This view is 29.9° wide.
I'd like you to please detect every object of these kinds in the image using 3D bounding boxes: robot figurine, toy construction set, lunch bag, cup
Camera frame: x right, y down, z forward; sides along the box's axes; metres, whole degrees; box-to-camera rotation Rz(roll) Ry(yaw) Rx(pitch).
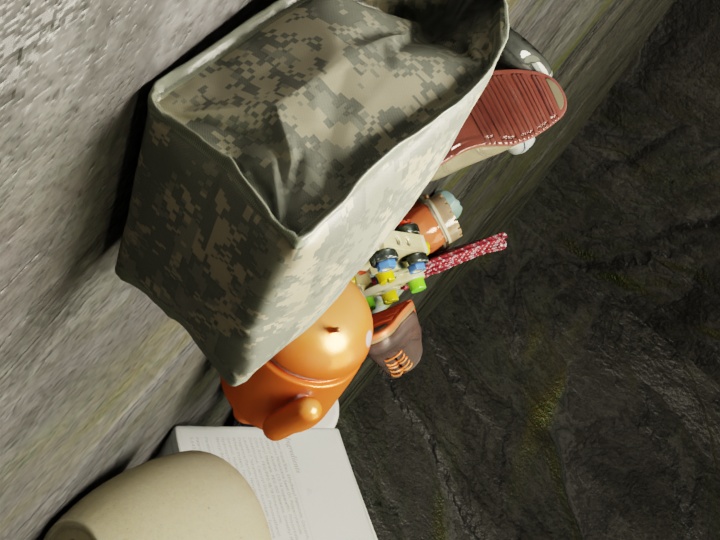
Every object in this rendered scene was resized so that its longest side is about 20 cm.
[{"bbox_3d":[-0.058,0.074,1.228,0.144,0.116,0.200,-44,171,-41],"label":"robot figurine"},{"bbox_3d":[0.000,0.000,1.395,0.131,0.093,0.200,-25,179,29],"label":"toy construction set"},{"bbox_3d":[-0.019,-0.065,0.702,0.200,0.118,0.164,-41,169,-30],"label":"lunch bag"},{"bbox_3d":[-0.194,0.259,1.166,0.143,0.201,0.201,5,130,-49],"label":"cup"}]

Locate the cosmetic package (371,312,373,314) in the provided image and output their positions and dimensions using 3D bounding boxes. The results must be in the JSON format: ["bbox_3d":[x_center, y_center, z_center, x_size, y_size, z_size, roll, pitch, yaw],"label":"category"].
[{"bbox_3d":[-0.059,0.087,1.476,0.113,0.081,0.200,-51,175,13],"label":"cosmetic package"}]

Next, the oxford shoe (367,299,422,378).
[{"bbox_3d":[0.038,0.076,1.425,0.071,0.073,0.200,-22,179,11],"label":"oxford shoe"}]

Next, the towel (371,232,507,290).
[{"bbox_3d":[0.073,-0.001,1.668,0.199,0.023,0.144,-21,-177,-43],"label":"towel"}]

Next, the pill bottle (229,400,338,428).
[{"bbox_3d":[-0.109,0.210,1.685,0.111,0.111,0.200,-45,171,-40],"label":"pill bottle"}]

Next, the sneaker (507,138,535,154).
[{"bbox_3d":[0.160,-0.171,1.620,0.071,0.073,0.200,-41,165,3],"label":"sneaker"}]

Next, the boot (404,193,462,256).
[{"bbox_3d":[0.056,-0.041,1.657,0.107,0.075,0.200,-30,178,-4],"label":"boot"}]

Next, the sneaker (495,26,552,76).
[{"bbox_3d":[0.121,-0.165,1.314,0.116,0.075,0.200,-48,175,-2],"label":"sneaker"}]

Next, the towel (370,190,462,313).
[{"bbox_3d":[0.068,-0.021,1.881,0.171,0.048,0.200,-50,174,-9],"label":"towel"}]

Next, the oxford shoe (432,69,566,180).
[{"bbox_3d":[0.094,-0.128,1.227,0.199,0.071,0.075,-19,170,-20],"label":"oxford shoe"}]

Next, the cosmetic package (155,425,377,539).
[{"bbox_3d":[-0.115,0.273,1.392,0.199,0.166,0.165,5,137,-32],"label":"cosmetic package"}]
